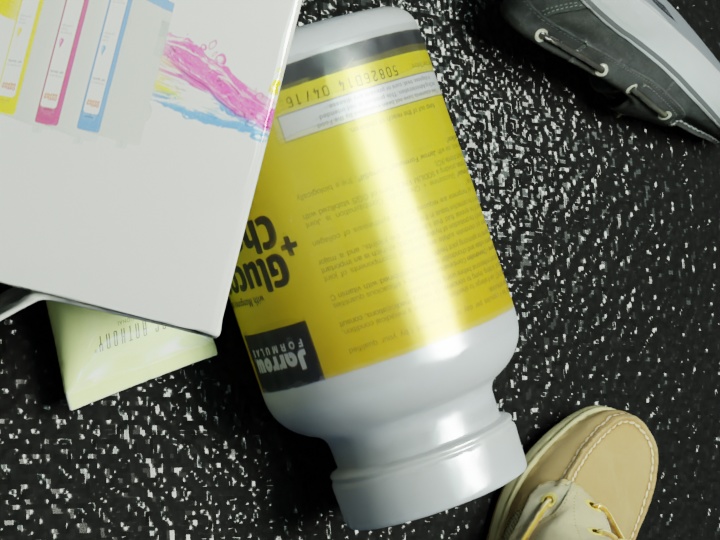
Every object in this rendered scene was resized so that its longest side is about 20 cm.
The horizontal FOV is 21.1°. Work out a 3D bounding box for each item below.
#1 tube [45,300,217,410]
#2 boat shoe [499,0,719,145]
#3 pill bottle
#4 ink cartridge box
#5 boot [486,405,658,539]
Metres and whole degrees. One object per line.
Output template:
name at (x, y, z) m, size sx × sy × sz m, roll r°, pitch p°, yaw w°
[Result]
tube at (-0.111, -0.051, 0.766) m, size 0.058 × 0.052 × 0.200 m, roll -14°, pitch 95°, yaw -1°
boat shoe at (0.139, -0.109, 0.982) m, size 0.200 × 0.057 × 0.069 m, roll 32°, pitch 25°, yaw -47°
pill bottle at (0.000, 0.000, 0.802) m, size 0.112 × 0.112 × 0.200 m, roll -20°, pitch 92°, yaw -41°
ink cartridge box at (-0.095, -0.066, 0.676) m, size 0.125 × 0.129 × 0.200 m, roll 14°, pitch 91°, yaw -8°
boot at (0.118, 0.131, 0.840) m, size 0.073 × 0.155 × 0.200 m, roll 52°, pitch 52°, yaw -18°
